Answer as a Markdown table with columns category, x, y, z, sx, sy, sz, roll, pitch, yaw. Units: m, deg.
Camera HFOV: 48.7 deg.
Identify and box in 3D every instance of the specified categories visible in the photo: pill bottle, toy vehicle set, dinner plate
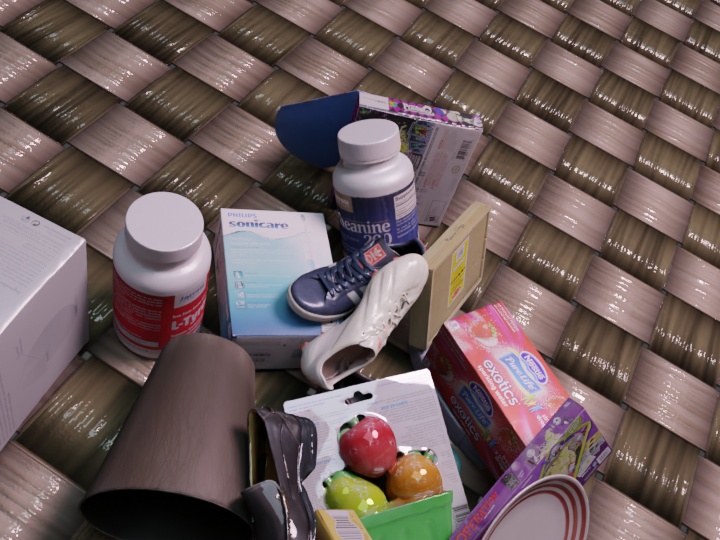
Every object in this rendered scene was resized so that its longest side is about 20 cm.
| category | x | y | z | sx | sy | sz | roll | pitch | yaw |
| --- | --- | --- | --- | --- | --- | --- | --- | --- | --- |
| pill bottle | -0.234 | 0.006 | 0.937 | 0.111 | 0.201 | 0.113 | 8 | 51 | -10 |
| pill bottle | 0.021 | -0.095 | 1.083 | 0.109 | 0.202 | 0.111 | -6 | 32 | 4 |
| toy vehicle set | 0.123 | 0.003 | 1.079 | 0.026 | 0.126 | 0.200 | 18 | 35 | 23 |
| dinner plate | 0.176 | 0.309 | 0.857 | 0.199 | 0.203 | 0.024 | -23 | 31 | -31 |

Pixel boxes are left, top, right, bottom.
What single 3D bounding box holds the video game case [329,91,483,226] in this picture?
| category | x | y | z | sx | sy | sz | roll | pitch | yaw |
| --- | --- | --- | --- | --- | --- | --- | --- | --- | --- |
| video game case | 0.060 | -0.155 | 1.157 | 0.179 | 0.201 | 0.036 | 8 | 49 | -10 |

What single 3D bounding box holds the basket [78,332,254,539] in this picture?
| category | x | y | z | sx | sy | sz | roll | pitch | yaw |
| --- | --- | --- | --- | --- | --- | --- | --- | --- | --- |
| basket | -0.187 | 0.181 | 0.866 | 0.178 | 0.137 | 0.202 | 7 | 47 | -2 |

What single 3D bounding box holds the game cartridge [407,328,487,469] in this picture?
| category | x | y | z | sx | sy | sz | roll | pitch | yaw |
| --- | --- | --- | --- | --- | --- | --- | --- | --- | --- |
| game cartridge | 0.150 | 0.155 | 1.053 | 0.132 | 0.041 | 0.201 | -18 | 60 | -24 |

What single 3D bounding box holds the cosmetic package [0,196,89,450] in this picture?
| category | x | y | z | sx | sy | sz | roll | pitch | yaw |
| --- | --- | --- | --- | --- | --- | --- | --- | --- | --- |
| cosmetic package | -0.395 | 0.068 | 0.839 | 0.122 | 0.200 | 0.201 | 25 | 49 | 2 |

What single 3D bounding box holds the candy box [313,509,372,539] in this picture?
| category | x | y | z | sx | sy | sz | roll | pitch | yaw |
| --- | --- | --- | --- | --- | --- | --- | --- | --- | --- |
| candy box | -0.005 | 0.338 | 0.742 | 0.056 | 0.118 | 0.200 | 13 | 24 | -41 |

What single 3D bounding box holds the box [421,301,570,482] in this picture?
| category | x | y | z | sx | sy | sz | roll | pitch | yaw |
| --- | --- | --- | --- | --- | --- | --- | --- | --- | --- |
| box | 0.175 | 0.151 | 0.978 | 0.099 | 0.096 | 0.201 | -17 | 60 | -28 |

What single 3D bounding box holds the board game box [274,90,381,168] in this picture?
| category | x | y | z | sx | sy | sz | roll | pitch | yaw |
| --- | --- | --- | --- | --- | --- | --- | --- | --- | --- |
| board game box | -0.028 | -0.219 | 1.173 | 0.198 | 0.158 | 0.039 | -7 | 61 | 22 |

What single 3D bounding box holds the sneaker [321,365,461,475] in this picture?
| category | x | y | z | sx | sy | sz | roll | pitch | yaw |
| --- | --- | --- | --- | --- | --- | --- | --- | --- | --- |
| sneaker | 0.040 | 0.187 | 0.960 | 0.199 | 0.080 | 0.072 | 31 | 48 | 7 |

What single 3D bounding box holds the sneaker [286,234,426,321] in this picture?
| category | x | y | z | sx | sy | sz | roll | pitch | yaw |
| --- | --- | --- | --- | --- | --- | --- | --- | --- | --- |
| sneaker | 0.000 | 0.000 | 0.989 | 0.198 | 0.085 | 0.075 | -18 | 63 | -37 |

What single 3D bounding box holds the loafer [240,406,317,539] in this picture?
| category | x | y | z | sx | sy | sz | roll | pitch | yaw |
| --- | --- | --- | --- | --- | --- | --- | --- | --- | --- |
| loafer | -0.089 | 0.228 | 0.779 | 0.072 | 0.073 | 0.202 | 30 | 37 | -31 |

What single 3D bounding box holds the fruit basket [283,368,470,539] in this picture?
| category | x | y | z | sx | sy | sz | roll | pitch | yaw |
| --- | --- | --- | --- | --- | --- | --- | --- | --- | --- |
| fruit basket | 0.020 | 0.227 | 0.891 | 0.183 | 0.094 | 0.202 | -11 | 70 | -20 |

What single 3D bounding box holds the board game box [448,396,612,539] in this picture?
| category | x | y | z | sx | sy | sz | roll | pitch | yaw |
| --- | --- | --- | --- | --- | --- | --- | --- | --- | --- |
| board game box | 0.192 | 0.245 | 0.880 | 0.200 | 0.120 | 0.032 | -47 | 49 | -5 |

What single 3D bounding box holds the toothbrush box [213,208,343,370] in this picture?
| category | x | y | z | sx | sy | sz | roll | pitch | yaw |
| --- | --- | --- | --- | --- | --- | --- | --- | --- | --- |
| toothbrush box | -0.111 | 0.022 | 1.038 | 0.145 | 0.086 | 0.202 | 1 | 54 | -19 |

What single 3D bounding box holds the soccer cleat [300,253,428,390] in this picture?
| category | x | y | z | sx | sy | sz | roll | pitch | yaw |
| --- | --- | --- | --- | --- | --- | --- | --- | --- | --- |
| soccer cleat | 0.015 | 0.063 | 0.938 | 0.200 | 0.069 | 0.077 | -43 | 34 | -7 |
